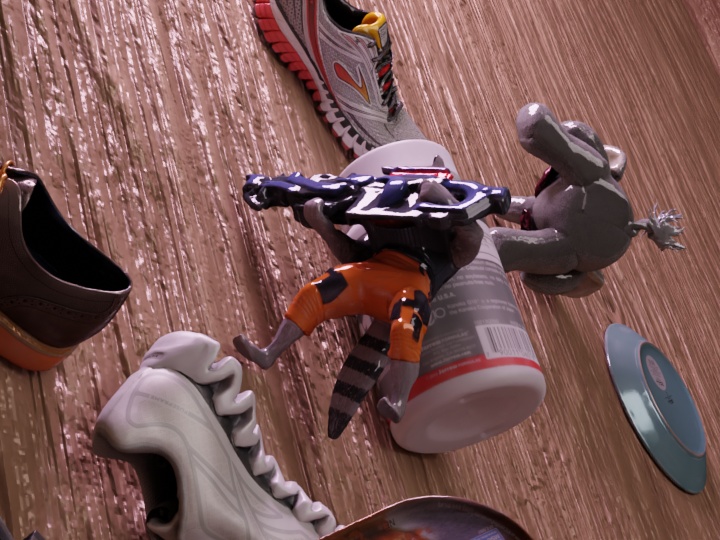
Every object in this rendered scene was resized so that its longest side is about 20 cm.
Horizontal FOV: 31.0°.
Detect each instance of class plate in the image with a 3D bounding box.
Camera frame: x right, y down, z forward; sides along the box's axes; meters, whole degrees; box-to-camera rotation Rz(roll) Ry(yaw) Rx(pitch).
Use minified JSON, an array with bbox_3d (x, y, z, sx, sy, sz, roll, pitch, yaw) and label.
[{"bbox_3d":[0.327,0.142,1.398,0.200,0.025,0.202,41,32,-32],"label":"plate"}]

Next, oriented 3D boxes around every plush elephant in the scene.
[{"bbox_3d":[0.194,-0.053,1.249,0.197,0.155,0.167,14,85,-13],"label":"plush elephant"}]

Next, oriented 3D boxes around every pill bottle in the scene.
[{"bbox_3d":[0.049,0.017,0.933,0.113,0.113,0.202,22,43,-51],"label":"pill bottle"}]

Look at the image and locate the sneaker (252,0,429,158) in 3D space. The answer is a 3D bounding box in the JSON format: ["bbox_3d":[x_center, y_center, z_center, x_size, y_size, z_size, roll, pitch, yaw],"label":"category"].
[{"bbox_3d":[-0.002,-0.164,1.075,0.201,0.082,0.078,50,27,-18],"label":"sneaker"}]

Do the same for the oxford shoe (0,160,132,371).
[{"bbox_3d":[-0.191,-0.039,0.607,0.200,0.072,0.072,43,30,-28],"label":"oxford shoe"}]

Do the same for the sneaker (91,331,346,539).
[{"bbox_3d":[-0.065,0.133,0.668,0.201,0.075,0.081,56,45,-11],"label":"sneaker"}]

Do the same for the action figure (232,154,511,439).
[{"bbox_3d":[0.000,0.000,0.844,0.194,0.198,0.105,-54,138,-31],"label":"action figure"}]

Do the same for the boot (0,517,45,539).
[{"bbox_3d":[-0.177,0.138,0.446,0.200,0.069,0.175,50,26,-22],"label":"boot"}]

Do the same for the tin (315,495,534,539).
[{"bbox_3d":[0.000,0.180,0.608,0.112,0.198,0.042,52,-25,43],"label":"tin"}]
